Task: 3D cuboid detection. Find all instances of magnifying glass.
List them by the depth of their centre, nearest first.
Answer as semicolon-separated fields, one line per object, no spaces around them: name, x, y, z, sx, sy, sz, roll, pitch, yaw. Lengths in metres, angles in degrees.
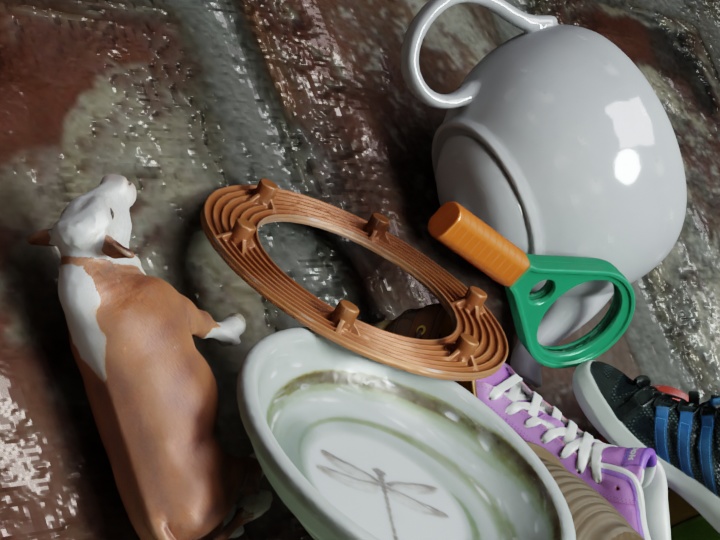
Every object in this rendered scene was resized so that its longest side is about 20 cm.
magnifying glass;0.107;0.007;1.225;0.199;0.080;0.022;32;17;-48

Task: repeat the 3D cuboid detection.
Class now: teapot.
teapot;0.113;-0.064;1.309;0.145;0.198;0.201;-24;59;-22

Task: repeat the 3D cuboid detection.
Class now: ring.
ring;0.000;0.000;1.134;0.199;0.019;0.201;25;19;-9

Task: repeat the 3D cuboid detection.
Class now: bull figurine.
bull figurine;-0.103;0.052;1.004;0.121;0.065;0.202;8;63;-58

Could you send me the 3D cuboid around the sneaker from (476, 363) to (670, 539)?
sneaker;0.128;0.109;1.229;0.202;0.114;0.073;59;35;1

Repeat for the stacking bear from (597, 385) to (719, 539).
stacking bear;0.222;0.174;1.317;0.121;0.113;0.202;5;57;-52

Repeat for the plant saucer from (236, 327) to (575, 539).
plant saucer;0.017;0.111;1.008;0.199;0.050;0.201;26;24;-13

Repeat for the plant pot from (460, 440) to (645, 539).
plant pot;0.112;0.196;1.103;0.200;0.092;0.203;13;74;-54

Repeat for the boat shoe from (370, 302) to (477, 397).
boat shoe;0.043;0.108;1.156;0.072;0.067;0.202;26;46;-40

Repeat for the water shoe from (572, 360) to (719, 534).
water shoe;0.226;0.107;1.240;0.200;0.079;0.071;41;19;23
